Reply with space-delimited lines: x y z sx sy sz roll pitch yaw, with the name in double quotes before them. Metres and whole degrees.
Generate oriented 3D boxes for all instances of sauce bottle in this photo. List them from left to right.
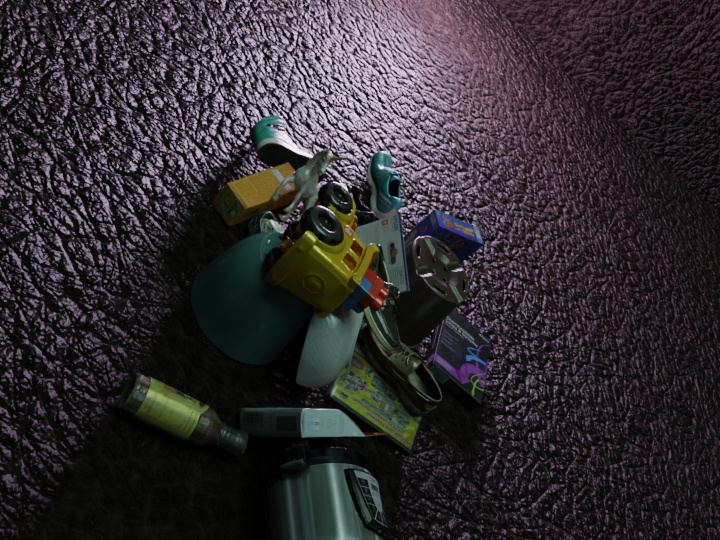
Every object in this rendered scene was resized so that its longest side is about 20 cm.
"sauce bottle" -0.258 0.219 1.279 0.199 0.065 0.065 33 38 -26

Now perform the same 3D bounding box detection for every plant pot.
"plant pot" -0.160 0.032 1.470 0.199 0.161 0.203 29 40 -28
"plant pot" 0.094 0.049 1.703 0.199 0.198 0.202 27 42 -27

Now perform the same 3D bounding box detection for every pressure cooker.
"pressure cooker" -0.059 0.351 1.281 0.176 0.177 0.202 7 50 -22

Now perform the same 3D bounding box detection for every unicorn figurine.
"unicorn figurine" -0.105 -0.159 1.664 0.074 0.200 0.138 40 76 0

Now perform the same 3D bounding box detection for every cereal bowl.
"cereal bowl" -0.045 0.106 1.485 0.082 0.202 0.201 15 40 2

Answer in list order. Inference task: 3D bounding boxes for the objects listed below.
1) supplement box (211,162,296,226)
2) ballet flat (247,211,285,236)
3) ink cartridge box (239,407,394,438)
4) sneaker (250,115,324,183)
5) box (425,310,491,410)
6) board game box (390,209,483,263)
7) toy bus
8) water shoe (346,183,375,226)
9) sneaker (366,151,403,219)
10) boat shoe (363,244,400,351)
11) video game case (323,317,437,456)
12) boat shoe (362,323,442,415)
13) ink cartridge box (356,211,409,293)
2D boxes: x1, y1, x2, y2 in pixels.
"supplement box" -0.194 -0.149 1.678 0.069 0.066 0.200 52 34 3
"ballet flat" -0.145 -0.022 1.617 0.074 0.074 0.201 -20 74 -53
"ink cartridge box" -0.067 0.241 1.382 0.198 0.159 0.048 7 78 -43
"sneaker" -0.159 -0.255 1.805 0.199 0.083 0.122 28 30 -52
"box" 0.211 0.181 1.852 0.143 0.036 0.201 40 35 -15
"board game box" 0.142 -0.035 1.828 0.133 0.200 0.045 19 44 -36
"toy bus" -0.033 -0.021 1.390 0.191 0.136 0.201 38 35 -9
"water shoe" -0.002 -0.088 1.822 0.071 0.079 0.202 -7 64 -50
"sneaker" 0.066 -0.201 2.000 0.077 0.080 0.202 23 43 -32
"boat shoe" 0.036 0.042 1.526 0.073 0.064 0.202 32 35 -61
"video game case" 0.042 0.213 1.608 0.199 0.025 0.182 37 51 -18
"boat shoe" 0.082 0.171 1.593 0.201 0.072 0.076 51 49 -7
"ink cartridge box" 0.000 0.000 1.651 0.041 0.197 0.202 55 24 -45
